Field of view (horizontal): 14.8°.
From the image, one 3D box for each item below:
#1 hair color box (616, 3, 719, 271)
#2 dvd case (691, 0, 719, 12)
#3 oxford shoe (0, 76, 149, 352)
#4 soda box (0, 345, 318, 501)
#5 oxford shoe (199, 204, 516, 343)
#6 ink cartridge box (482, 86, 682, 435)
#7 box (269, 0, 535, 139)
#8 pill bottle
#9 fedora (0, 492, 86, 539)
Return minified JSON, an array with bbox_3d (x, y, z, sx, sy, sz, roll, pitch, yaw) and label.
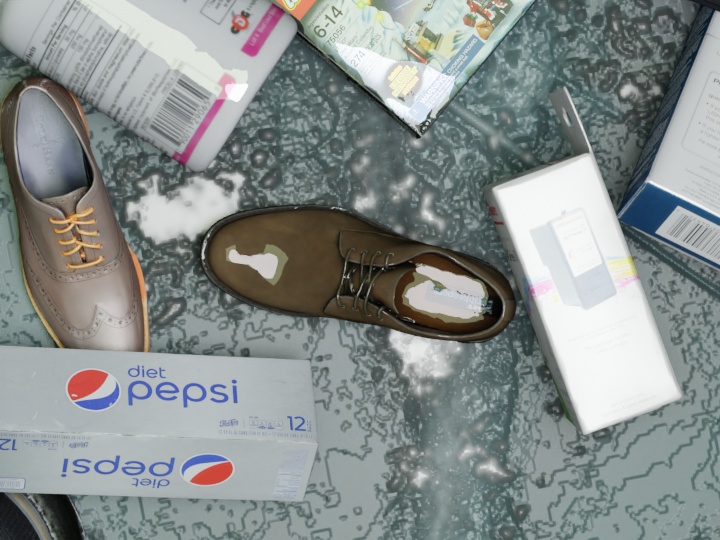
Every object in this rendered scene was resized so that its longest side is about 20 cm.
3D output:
[{"bbox_3d":[0.239,-0.100,1.691,0.100,0.061,0.200,27,63,-4],"label":"hair color box"},{"bbox_3d":[0.280,-0.231,1.713,0.143,0.018,0.200,20,64,-4],"label":"dvd case"},{"bbox_3d":[-0.179,-0.021,1.693,0.071,0.073,0.200,-20,92,-4],"label":"oxford shoe"},{"bbox_3d":[-0.129,0.094,1.679,0.200,0.063,0.068,2,49,-11],"label":"soda box"},{"bbox_3d":[0.000,0.000,1.701,0.200,0.084,0.073,9,91,-2],"label":"oxford shoe"},{"bbox_3d":[0.126,-0.007,1.692,0.067,0.117,0.200,-20,91,0],"label":"ink cartridge box"},{"bbox_3d":[0.049,-0.201,1.725,0.137,0.040,0.200,39,88,-2],"label":"box"},{"bbox_3d":[-0.149,-0.158,1.675,0.200,0.113,0.113,34,88,-3],"label":"pill bottle"},{"bbox_3d":[-0.266,0.179,1.677,0.200,0.092,0.201,0,90,-4],"label":"fedora"}]
